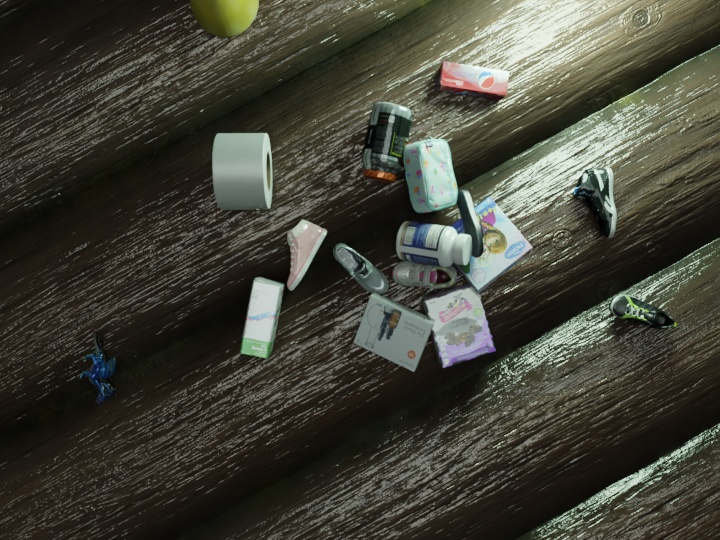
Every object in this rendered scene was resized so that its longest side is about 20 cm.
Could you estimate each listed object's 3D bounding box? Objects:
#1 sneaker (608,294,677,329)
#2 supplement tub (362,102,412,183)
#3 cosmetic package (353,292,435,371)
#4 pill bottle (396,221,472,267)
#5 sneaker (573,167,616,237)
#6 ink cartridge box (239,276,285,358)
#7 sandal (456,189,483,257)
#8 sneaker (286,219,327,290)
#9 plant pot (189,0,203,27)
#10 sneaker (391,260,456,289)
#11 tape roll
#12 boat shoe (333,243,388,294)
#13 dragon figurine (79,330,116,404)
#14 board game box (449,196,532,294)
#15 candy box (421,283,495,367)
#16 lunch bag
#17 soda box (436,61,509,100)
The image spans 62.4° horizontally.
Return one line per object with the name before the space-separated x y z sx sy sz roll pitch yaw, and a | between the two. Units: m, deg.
sneaker | 0.835 0.123 1.746 0.195 0.083 0.074 16 92 -3
supplement tub | 0.073 -0.357 1.675 0.119 0.123 0.205 12 92 -3
cosmetic package | 0.096 0.175 1.702 0.196 0.052 0.154 23 105 11
pill bottle | 0.207 -0.071 1.660 0.196 0.110 0.114 11 93 28
sneaker | 0.679 -0.195 1.737 0.109 0.073 0.206 -2 85 1
ink cartridge box | -0.273 0.129 1.671 0.082 0.145 0.205 11 92 -3
sandal | 0.319 -0.137 1.672 0.042 0.076 0.205 -4 70 -16
sneaker | -0.183 -0.051 1.701 0.103 0.075 0.203 29 84 -8
plant pot | -0.386 -0.768 1.628 0.194 0.142 0.206 0 93 -3
sneaker | 0.189 0.010 1.712 0.194 0.088 0.084 1 93 -2
tape roll | -0.318 -0.271 1.624 0.135 0.203 0.209 -2 93 -2
boat shoe | 0.000 -0.001 1.713 0.200 0.072 0.070 40 91 -3
dragon figurine | -0.738 0.276 1.703 0.097 0.059 0.205 16 92 -3
board game box | 0.353 -0.074 1.701 0.198 0.041 0.201 -37 69 0
candy box | 0.283 0.157 1.731 0.164 0.072 0.205 -17 93 -1
lunch bag | 0.203 -0.272 1.676 0.158 0.076 0.206 -15 97 -43
soda box | 0.321 -0.544 1.706 0.194 0.063 0.072 8 92 -3
